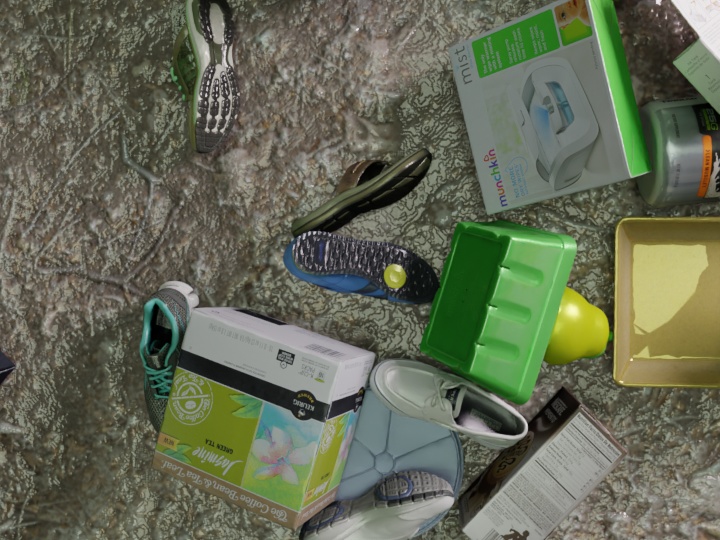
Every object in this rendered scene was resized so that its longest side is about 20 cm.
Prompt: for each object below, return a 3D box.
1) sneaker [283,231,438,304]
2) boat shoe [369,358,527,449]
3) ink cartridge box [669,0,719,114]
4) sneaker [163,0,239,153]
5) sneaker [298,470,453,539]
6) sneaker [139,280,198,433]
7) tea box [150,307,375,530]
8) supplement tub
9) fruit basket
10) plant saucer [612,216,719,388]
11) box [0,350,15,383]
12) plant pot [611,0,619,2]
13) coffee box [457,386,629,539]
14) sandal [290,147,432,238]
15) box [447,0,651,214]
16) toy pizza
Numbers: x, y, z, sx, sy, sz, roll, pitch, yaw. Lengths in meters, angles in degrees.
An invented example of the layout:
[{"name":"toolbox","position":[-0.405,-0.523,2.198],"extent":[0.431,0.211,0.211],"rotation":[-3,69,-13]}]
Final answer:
[{"name":"sneaker","position":[0.000,0.000,0.951],"extent":[0.197,0.078,0.067],"rotation":[14,75,-13]},{"name":"boat shoe","position":[0.108,0.154,0.911],"extent":[0.197,0.065,0.075],"rotation":[19,69,-3]},{"name":"ink cartridge box","position":[0.397,-0.270,0.821],"extent":[0.199,0.045,0.177],"rotation":[-36,84,-35]},{"name":"sneaker","position":[-0.209,-0.250,0.960],"extent":[0.088,0.076,0.204],"rotation":[2,92,33]},{"name":"sneaker","position":[0.026,0.310,0.921],"extent":[0.198,0.075,0.088],"rotation":[-25,99,13]},{"name":"sneaker","position":[-0.251,0.116,0.956],"extent":[0.076,0.091,0.204],"rotation":[-2,91,6]},{"name":"tea box","position":[-0.113,0.166,0.906],"extent":[0.197,0.133,0.200],"rotation":[16,94,18]},{"name":"supplement tub","position":[0.426,-0.141,0.867],"extent":[0.197,0.123,0.125],"rotation":[-6,91,6]},{"name":"fruit basket","position":[0.195,0.050,0.907],"extent":[0.213,0.155,0.219],"rotation":[-11,109,-34]},{"name":"plant saucer","position":[0.401,0.037,0.912],"extent":[0.197,0.048,0.204],"rotation":[1,92,5]},{"name":"box","position":[-0.603,0.134,0.975],"extent":[0.200,0.124,0.197],"rotation":[44,96,4]},{"name":"plant pot","position":[0.288,-0.411,0.855],"extent":[0.198,0.200,0.192],"rotation":[-25,100,6]},{"name":"coffee box","position":[0.212,0.246,0.903],"extent":[0.080,0.113,0.200],"rotation":[42,94,3]},{"name":"sandal","position":[-0.003,-0.103,0.937],"extent":[0.199,0.080,0.058],"rotation":[-26,75,6]},{"name":"box","position":[0.214,-0.185,0.863],"extent":[0.175,0.096,0.203],"rotation":[-12,93,36]},{"name":"toy pizza","position":[0.032,0.241,0.962],"extent":[0.197,0.032,0.204],"rotation":[0,91,7]}]
